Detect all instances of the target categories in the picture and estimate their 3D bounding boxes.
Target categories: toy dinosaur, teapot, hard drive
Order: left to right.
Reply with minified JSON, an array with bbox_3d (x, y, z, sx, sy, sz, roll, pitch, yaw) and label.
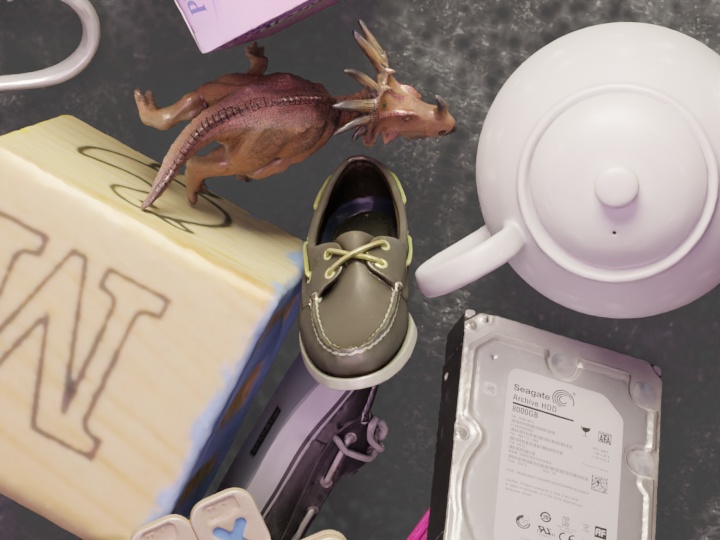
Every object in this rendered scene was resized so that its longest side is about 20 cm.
[{"bbox_3d":[-0.048,-0.096,1.623,0.135,0.200,0.086,-8,100,45],"label":"toy dinosaur"},{"bbox_3d":[0.114,0.129,1.633,0.140,0.200,0.038,18,143,-13],"label":"hard drive"},{"bbox_3d":[0.154,-0.055,1.626,0.197,0.146,0.200,18,102,6],"label":"teapot"}]

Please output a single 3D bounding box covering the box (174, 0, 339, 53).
[{"bbox_3d":[-0.073,-0.234,1.608,0.097,0.200,0.176,-26,93,12],"label":"box"}]

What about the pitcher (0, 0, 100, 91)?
[{"bbox_3d":[-0.282,-0.149,1.706,0.200,0.121,0.172,-41,106,1],"label":"pitcher"}]

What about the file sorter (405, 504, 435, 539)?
[{"bbox_3d":[0.053,0.251,1.698,0.139,0.125,0.200,35,103,1],"label":"file sorter"}]

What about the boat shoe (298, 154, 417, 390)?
[{"bbox_3d":[-0.003,0.000,1.624,0.072,0.202,0.060,-5,121,6],"label":"boat shoe"}]

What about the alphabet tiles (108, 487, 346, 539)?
[{"bbox_3d":[-0.086,0.233,1.609,0.200,0.015,0.196,-23,112,0],"label":"alphabet tiles"}]

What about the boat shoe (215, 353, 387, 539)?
[{"bbox_3d":[-0.021,0.103,1.702,0.068,0.074,0.200,31,94,-18],"label":"boat shoe"}]

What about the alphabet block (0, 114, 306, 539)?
[{"bbox_3d":[-0.163,0.038,1.669,0.200,0.195,0.197,28,100,3],"label":"alphabet block"}]
